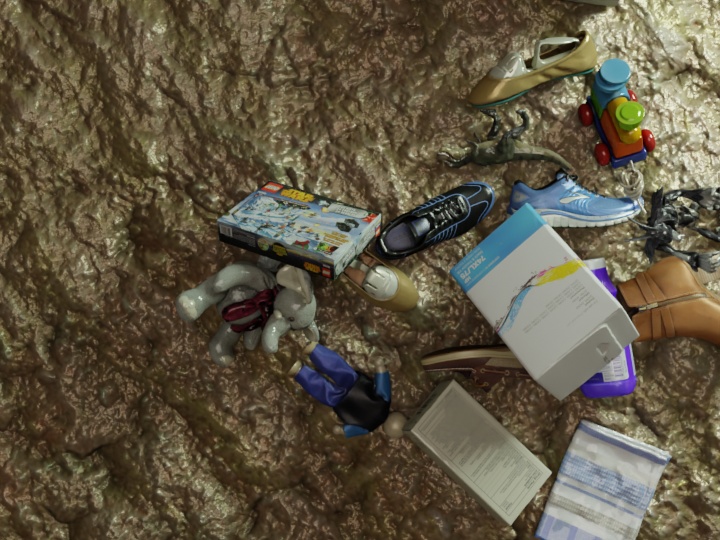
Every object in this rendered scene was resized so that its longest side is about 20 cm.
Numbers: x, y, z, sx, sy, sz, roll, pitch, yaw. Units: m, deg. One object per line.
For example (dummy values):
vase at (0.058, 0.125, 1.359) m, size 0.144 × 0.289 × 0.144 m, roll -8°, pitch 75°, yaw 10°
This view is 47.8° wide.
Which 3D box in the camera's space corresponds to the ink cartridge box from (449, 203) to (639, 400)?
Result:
ink cartridge box at (0.253, 0.046, 1.115) m, size 0.146 × 0.147 × 0.200 m, roll -41°, pitch 57°, yaw 8°

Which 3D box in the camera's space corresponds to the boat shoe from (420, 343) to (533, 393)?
boat shoe at (0.190, 0.149, 1.216) m, size 0.198 × 0.072 × 0.073 m, roll -3°, pitch 89°, yaw -1°

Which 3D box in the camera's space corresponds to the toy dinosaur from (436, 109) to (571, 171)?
toy dinosaur at (0.215, -0.195, 1.211) m, size 0.198 × 0.047 × 0.089 m, roll 4°, pitch 102°, yaw 18°

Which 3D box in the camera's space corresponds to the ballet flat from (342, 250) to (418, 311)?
ballet flat at (0.000, 0.000, 1.232) m, size 0.199 × 0.063 × 0.069 m, roll 34°, pitch 96°, yaw 3°

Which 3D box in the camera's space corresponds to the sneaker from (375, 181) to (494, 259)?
sneaker at (0.113, -0.072, 1.213) m, size 0.199 × 0.078 × 0.071 m, roll -30°, pitch 88°, yaw 5°

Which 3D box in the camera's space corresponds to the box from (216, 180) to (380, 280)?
box at (-0.088, -0.062, 1.177) m, size 0.199 × 0.137 × 0.040 m, roll 19°, pitch 130°, yaw 24°

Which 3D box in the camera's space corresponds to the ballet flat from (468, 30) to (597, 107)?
ballet flat at (0.249, -0.302, 1.195) m, size 0.198 × 0.069 × 0.063 m, roll -19°, pitch 125°, yaw -2°

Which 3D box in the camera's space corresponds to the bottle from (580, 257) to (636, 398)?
bottle at (0.352, 0.084, 1.199) m, size 0.083 × 0.065 × 0.202 m, roll -10°, pitch 90°, yaw 25°

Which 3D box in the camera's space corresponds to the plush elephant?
plush elephant at (-0.135, 0.058, 1.181) m, size 0.154 × 0.165 × 0.200 m, roll 23°, pitch 57°, yaw 31°

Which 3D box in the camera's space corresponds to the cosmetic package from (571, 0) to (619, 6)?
cosmetic package at (0.310, -0.487, 1.129) m, size 0.163 × 0.200 × 0.167 m, roll 10°, pitch 92°, yaw 6°

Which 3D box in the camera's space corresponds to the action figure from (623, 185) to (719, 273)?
action figure at (0.472, -0.066, 1.137) m, size 0.198 × 0.102 × 0.120 m, roll -13°, pitch 113°, yaw -21°

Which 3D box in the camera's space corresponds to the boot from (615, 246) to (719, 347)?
boot at (0.475, 0.078, 1.184) m, size 0.154 × 0.077 × 0.202 m, roll -21°, pitch 87°, yaw 3°

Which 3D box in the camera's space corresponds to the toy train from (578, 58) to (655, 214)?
toy train at (0.377, -0.191, 1.144) m, size 0.084 × 0.116 × 0.202 m, roll -17°, pitch 67°, yaw 5°

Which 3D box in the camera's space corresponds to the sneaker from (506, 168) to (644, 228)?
sneaker at (0.317, -0.106, 1.196) m, size 0.198 × 0.079 × 0.090 m, roll 1°, pitch 93°, yaw 5°

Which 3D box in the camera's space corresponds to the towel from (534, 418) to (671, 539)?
towel at (0.365, 0.339, 1.226) m, size 0.146 × 0.024 × 0.202 m, roll 22°, pitch 93°, yaw 5°

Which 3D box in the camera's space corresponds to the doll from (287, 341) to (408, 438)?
doll at (-0.009, 0.186, 1.243) m, size 0.199 × 0.048 × 0.137 m, roll 37°, pitch 95°, yaw 4°

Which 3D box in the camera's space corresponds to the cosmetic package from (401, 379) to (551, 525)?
cosmetic package at (0.169, 0.267, 1.201) m, size 0.200 × 0.073 × 0.104 m, roll 44°, pitch 77°, yaw 0°
